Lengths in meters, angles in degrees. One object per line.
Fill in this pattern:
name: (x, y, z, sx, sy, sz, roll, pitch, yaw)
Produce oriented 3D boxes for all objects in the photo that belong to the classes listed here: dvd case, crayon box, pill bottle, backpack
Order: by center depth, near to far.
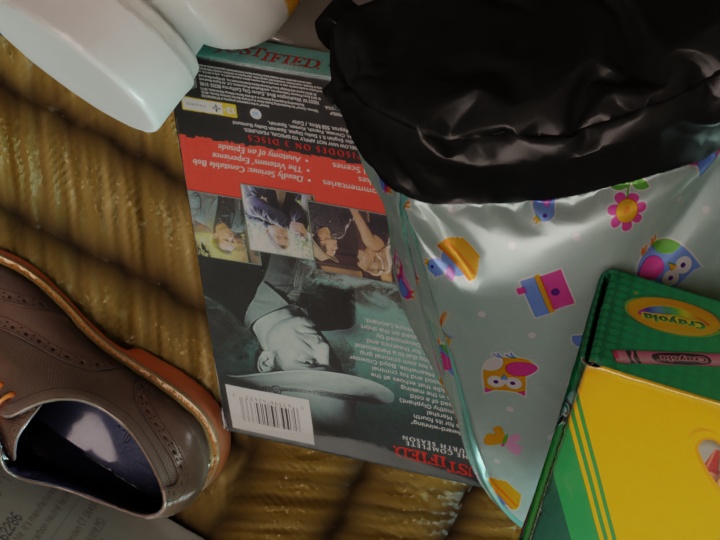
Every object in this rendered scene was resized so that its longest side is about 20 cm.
crayon box: (0.154, 0.088, 0.780, 0.199, 0.058, 0.119, 16, 124, 4)
backpack: (0.077, -0.006, 0.852, 0.166, 0.127, 0.201, -8, 132, 7)
pill bottle: (-0.051, -0.155, 0.906, 0.112, 0.113, 0.200, 35, 81, 2)
dvd case: (0.000, 0.000, 0.984, 0.145, 0.022, 0.201, 10, 130, 21)

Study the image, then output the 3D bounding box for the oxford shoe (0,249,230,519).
oxford shoe: (-0.153, 0.044, 1.058, 0.199, 0.073, 0.072, 26, 112, 6)

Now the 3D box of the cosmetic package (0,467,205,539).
cosmetic package: (-0.193, 0.191, 1.059, 0.166, 0.167, 0.201, 28, 112, -1)

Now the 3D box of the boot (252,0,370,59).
boot: (0.002, -0.056, 0.990, 0.199, 0.073, 0.091, 30, 129, 14)
